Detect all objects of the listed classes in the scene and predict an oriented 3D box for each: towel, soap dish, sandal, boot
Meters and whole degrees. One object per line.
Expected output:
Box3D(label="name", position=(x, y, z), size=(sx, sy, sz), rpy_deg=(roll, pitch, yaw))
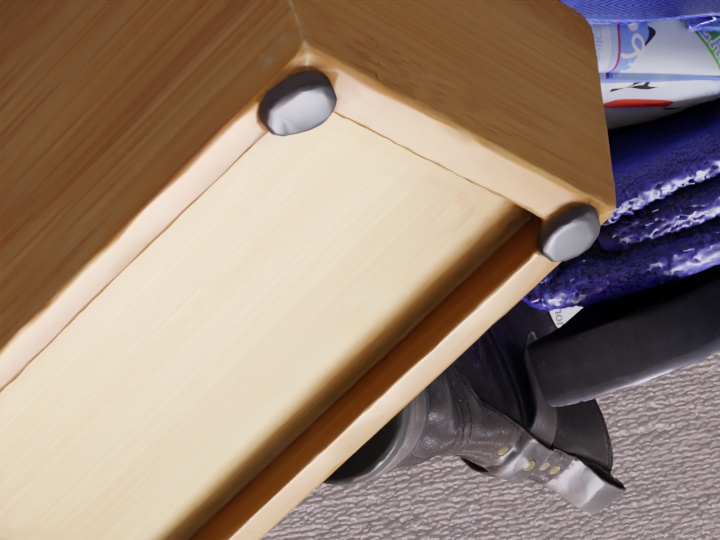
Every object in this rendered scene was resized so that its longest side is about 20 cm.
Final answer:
Box3D(label="towel", position=(0.099, -0.038, 0.911), size=(0.147, 0.050, 0.200), rpy_deg=(-24, -167, -1))
Box3D(label="soap dish", position=(-0.048, -0.001, 0.649), size=(0.200, 0.081, 0.157), rpy_deg=(-43, 146, 17))
Box3D(label="sandal", position=(0.108, -0.001, 0.907), size=(0.076, 0.043, 0.200), rpy_deg=(-20, -179, 21))
Box3D(label="boot", position=(0.000, 0.000, 0.959), size=(0.069, 0.200, 0.174), rpy_deg=(-37, 161, 22))

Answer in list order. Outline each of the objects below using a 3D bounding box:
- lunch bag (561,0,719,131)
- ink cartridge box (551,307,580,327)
Box3D(label="lunch bag", position=(0.014, -0.070, 0.809), size=(0.200, 0.076, 0.160), rpy_deg=(-7, 176, -43))
Box3D(label="ink cartridge box", position=(0.044, -0.030, 1.316), size=(0.082, 0.147, 0.200), rpy_deg=(-9, 178, -6))
